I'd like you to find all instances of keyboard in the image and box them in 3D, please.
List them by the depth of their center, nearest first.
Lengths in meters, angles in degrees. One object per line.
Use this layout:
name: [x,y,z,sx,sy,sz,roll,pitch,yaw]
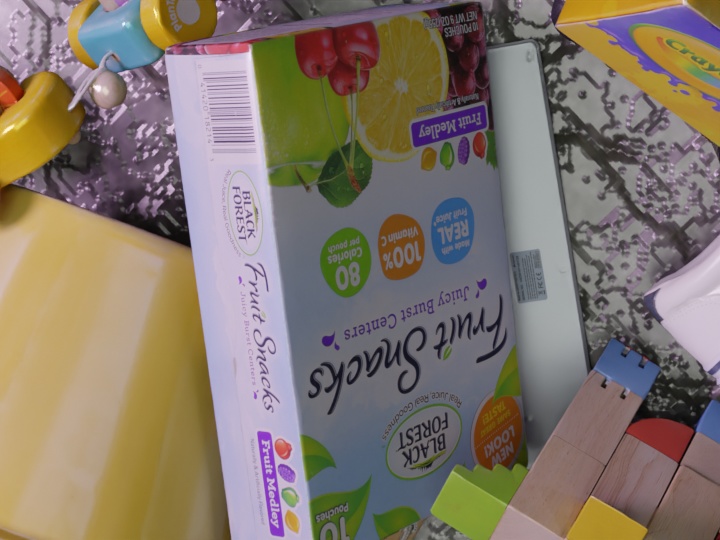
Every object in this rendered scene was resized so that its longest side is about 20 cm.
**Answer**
keyboard: [0.066,0.004,0.838,0.056,0.011,0.202,-9,99,7]

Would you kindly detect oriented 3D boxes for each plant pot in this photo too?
plant pot: [-0.124,0.073,0.801,0.199,0.201,0.190,19,87,6]

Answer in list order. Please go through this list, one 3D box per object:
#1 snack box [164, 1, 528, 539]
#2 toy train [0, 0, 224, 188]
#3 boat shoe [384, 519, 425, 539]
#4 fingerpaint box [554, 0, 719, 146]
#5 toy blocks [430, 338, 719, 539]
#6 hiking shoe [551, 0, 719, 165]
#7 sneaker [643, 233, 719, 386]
snack box: [0.000,0.000,0.772,0.053,0.142,0.202,3,104,42]
toy train: [-0.135,-0.093,0.789,0.199,0.150,0.056,-37,116,8]
boat shoe: [-0.022,0.174,0.857,0.076,0.072,0.201,21,105,-10]
fingerpaint box: [0.185,-0.106,0.654,0.199,0.073,0.168,30,76,-27]
toy blocks: [0.139,0.112,0.781,0.199,0.137,0.100,31,129,9]
hiking shoe: [0.129,-0.092,0.752,0.100,0.076,0.202,-18,59,26]
sneaker: [0.189,-0.043,0.773,0.071,0.073,0.201,36,103,4]
